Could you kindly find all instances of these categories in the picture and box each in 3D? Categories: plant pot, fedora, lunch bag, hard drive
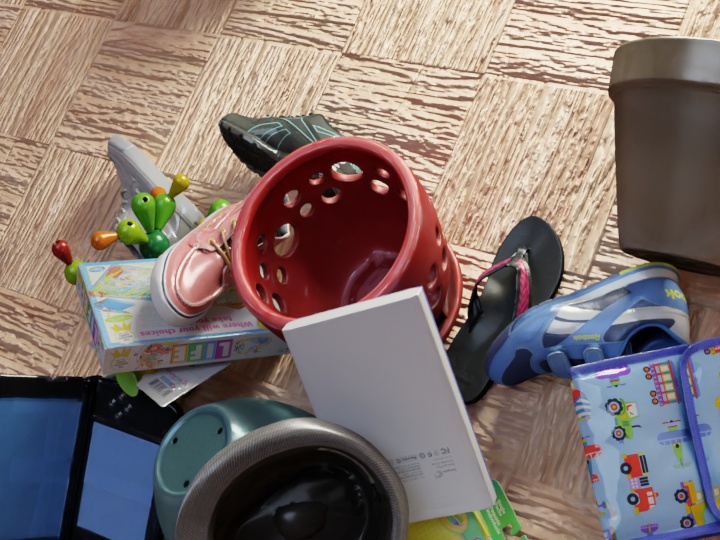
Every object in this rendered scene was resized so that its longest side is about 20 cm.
[{"bbox_3d":[-0.118,0.200,1.074,0.198,0.135,0.203,-22,44,24],"label":"plant pot"},{"bbox_3d":[-0.060,0.218,0.958,0.198,0.090,0.179,-27,89,-14],"label":"fedora"},{"bbox_3d":[0.302,-0.092,1.004,0.197,0.199,0.177,13,88,32],"label":"plant pot"},{"bbox_3d":[0.285,0.141,0.943,0.196,0.094,0.153,-13,73,9],"label":"lunch bag"},{"bbox_3d":[0.000,0.000,1.107,0.197,0.182,0.204,-13,60,23],"label":"plant pot"},{"bbox_3d":[0.026,0.124,0.988,0.130,0.203,0.025,-15,15,22],"label":"hard drive"}]

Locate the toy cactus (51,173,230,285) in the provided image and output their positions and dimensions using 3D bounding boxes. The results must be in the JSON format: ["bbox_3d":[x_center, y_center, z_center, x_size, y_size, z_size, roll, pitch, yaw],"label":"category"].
[{"bbox_3d":[-0.228,-0.007,1.256,0.198,0.168,0.102,-27,25,-27],"label":"toy cactus"}]

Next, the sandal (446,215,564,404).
[{"bbox_3d":[0.135,0.035,1.102,0.074,0.045,0.202,23,78,35],"label":"sandal"}]

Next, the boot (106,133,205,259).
[{"bbox_3d":[-0.270,-0.080,1.359,0.096,0.074,0.200,-44,54,-7],"label":"boot"}]

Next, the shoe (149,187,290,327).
[{"bbox_3d":[-0.136,-0.023,1.147,0.090,0.072,0.201,-30,16,29],"label":"shoe"}]

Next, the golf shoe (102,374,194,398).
[{"bbox_3d":[-0.271,0.155,1.235,0.201,0.088,0.077,-50,55,-1],"label":"golf shoe"}]

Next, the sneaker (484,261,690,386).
[{"bbox_3d":[0.206,0.066,1.032,0.198,0.074,0.083,-26,58,16],"label":"sneaker"}]

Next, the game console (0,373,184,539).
[{"bbox_3d":[-0.287,0.216,1.137,0.170,0.118,0.204,15,99,21],"label":"game console"}]

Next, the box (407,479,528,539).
[{"bbox_3d":[0.060,0.279,1.019,0.198,0.048,0.118,-34,55,7],"label":"box"}]

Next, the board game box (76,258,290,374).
[{"bbox_3d":[-0.181,0.040,1.171,0.135,0.197,0.035,-122,37,-45],"label":"board game box"}]

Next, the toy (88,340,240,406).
[{"bbox_3d":[-0.174,0.079,1.194,0.114,0.199,0.048,33,128,26],"label":"toy"}]

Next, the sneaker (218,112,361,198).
[{"bbox_3d":[-0.076,-0.141,1.299,0.198,0.076,0.080,26,68,27],"label":"sneaker"}]
